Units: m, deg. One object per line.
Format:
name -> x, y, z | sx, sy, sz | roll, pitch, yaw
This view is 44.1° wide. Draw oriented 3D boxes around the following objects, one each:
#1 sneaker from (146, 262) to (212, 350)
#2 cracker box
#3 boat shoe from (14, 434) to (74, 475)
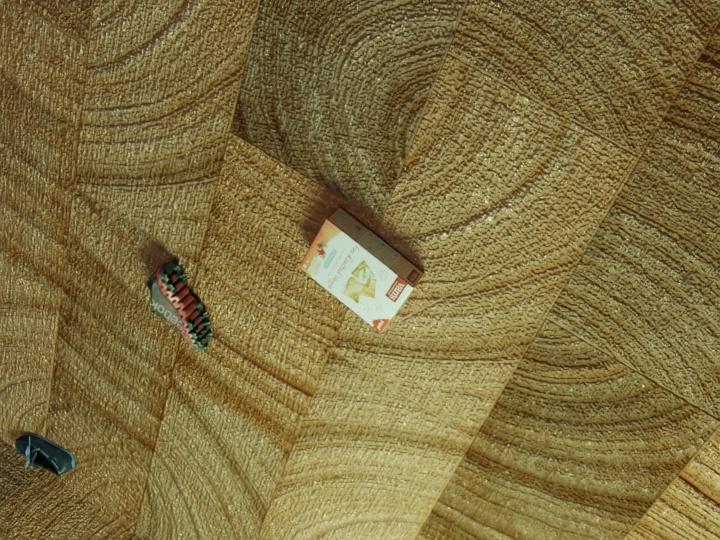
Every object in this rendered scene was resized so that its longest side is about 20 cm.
sneaker -> -0.387, 0.082, 1.883 | 0.097, 0.071, 0.202 | -17, 106, 36
cracker box -> 0.000, 0.000, 1.613 | 0.199, 0.058, 0.134 | 37, 130, 5
boat shoe -> -0.873, 0.501, 2.423 | 0.198, 0.069, 0.085 | 9, 122, 26
